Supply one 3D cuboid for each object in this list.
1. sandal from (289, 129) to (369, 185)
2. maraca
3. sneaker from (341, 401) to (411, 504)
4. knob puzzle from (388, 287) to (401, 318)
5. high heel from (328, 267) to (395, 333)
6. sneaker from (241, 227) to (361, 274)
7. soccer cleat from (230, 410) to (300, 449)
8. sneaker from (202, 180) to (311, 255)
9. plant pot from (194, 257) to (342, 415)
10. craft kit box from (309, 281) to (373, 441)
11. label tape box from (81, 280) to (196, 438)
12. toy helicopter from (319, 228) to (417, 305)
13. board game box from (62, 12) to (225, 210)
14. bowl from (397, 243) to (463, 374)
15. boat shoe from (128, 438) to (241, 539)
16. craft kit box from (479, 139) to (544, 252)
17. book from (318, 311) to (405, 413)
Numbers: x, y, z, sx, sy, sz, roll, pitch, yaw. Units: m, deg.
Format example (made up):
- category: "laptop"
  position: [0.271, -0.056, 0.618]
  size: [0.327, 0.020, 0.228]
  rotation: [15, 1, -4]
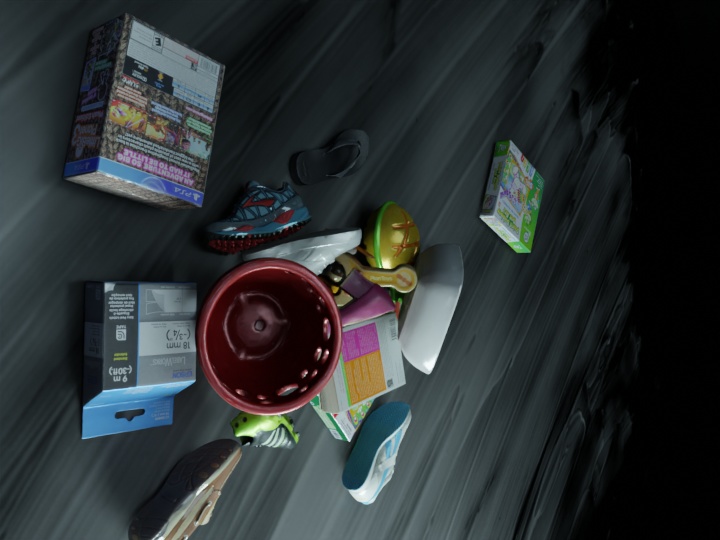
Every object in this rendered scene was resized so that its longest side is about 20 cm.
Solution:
- category: "sandal"
  position: [-0.042, -0.197, 1.246]
  size: [0.199, 0.042, 0.078]
  rotation: [-35, 116, -43]
- category: "maraca"
  position: [0.064, -0.034, 1.325]
  size: [0.138, 0.104, 0.204]
  rotation: [-56, 140, -40]
- category: "sneaker"
  position: [0.037, 0.340, 1.328]
  size: [0.202, 0.075, 0.082]
  rotation: [-54, 136, -26]
- category: "knob puzzle"
  position: [0.126, 0.071, 1.451]
  size: [0.216, 0.030, 0.228]
  rotation: [0, 90, -48]
- category: "high heel"
  position: [-0.033, 0.102, 1.127]
  size: [0.095, 0.067, 0.202]
  rotation: [38, 91, -3]
- category: "sneaker"
  position: [-0.083, 0.003, 1.130]
  size: [0.194, 0.074, 0.119]
  rotation: [-15, 99, -8]
- category: "soccer cleat"
  position: [-0.148, 0.244, 1.092]
  size: [0.080, 0.068, 0.201]
  rotation: [-29, 155, -5]
- category: "sneaker"
  position: [-0.172, -0.087, 1.094]
  size: [0.197, 0.079, 0.098]
  rotation: [-20, 82, -45]
- category: "plant pot"
  position: [-0.139, 0.083, 0.990]
  size: [0.194, 0.182, 0.208]
  rotation: [-1, 93, -18]
- category: "craft kit box"
  position: [-0.029, 0.163, 1.267]
  size: [0.199, 0.048, 0.202]
  rotation: [-57, 129, -35]
- category: "label tape box"
  position: [-0.295, 0.118, 0.947]
  size: [0.142, 0.062, 0.207]
  rotation: [1, 89, -48]
- category: "toy helicopter"
  position: [0.000, 0.000, 1.184]
  size: [0.079, 0.193, 0.137]
  rotation: [-81, 173, -81]
- category: "board game box"
  position: [-0.283, -0.201, 0.931]
  size: [0.157, 0.095, 0.207]
  rotation: [17, 78, -47]
- category: "bowl"
  position: [0.119, 0.056, 1.258]
  size: [0.201, 0.073, 0.205]
  rotation: [-79, -173, -68]
- category: "boat shoe"
  position: [-0.243, 0.328, 1.008]
  size: [0.200, 0.074, 0.073]
  rotation: [-44, 129, -32]
- category: "craft kit box"
  position: [0.373, -0.177, 1.711]
  size: [0.198, 0.048, 0.203]
  rotation: [32, 69, -44]
- category: "book"
  position: [0.004, 0.157, 1.242]
  size: [0.197, 0.047, 0.138]
  rotation: [-10, 94, -49]
